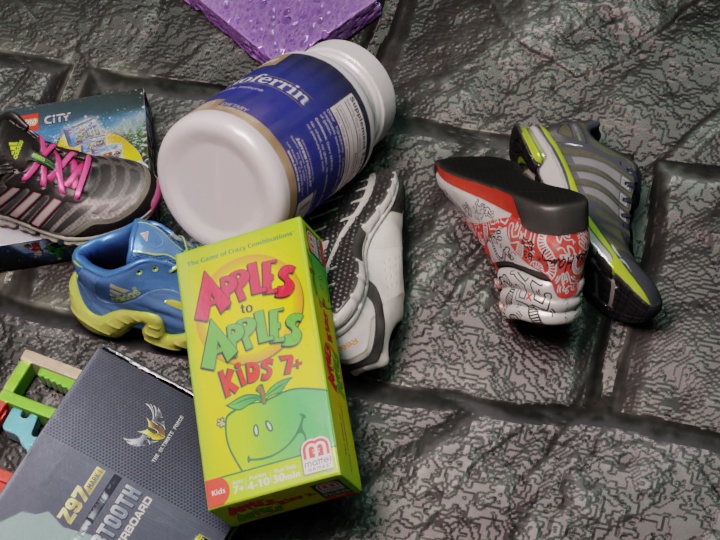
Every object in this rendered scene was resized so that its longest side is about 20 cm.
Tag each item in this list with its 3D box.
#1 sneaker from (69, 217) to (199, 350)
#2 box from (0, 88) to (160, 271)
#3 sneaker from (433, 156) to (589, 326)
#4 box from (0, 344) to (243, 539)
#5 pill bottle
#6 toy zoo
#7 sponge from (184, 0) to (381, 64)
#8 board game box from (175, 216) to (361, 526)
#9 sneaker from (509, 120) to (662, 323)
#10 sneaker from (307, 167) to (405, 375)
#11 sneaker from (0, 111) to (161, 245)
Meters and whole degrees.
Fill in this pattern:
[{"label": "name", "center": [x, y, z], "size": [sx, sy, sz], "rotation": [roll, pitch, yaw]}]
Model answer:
[{"label": "sneaker", "center": [-0.132, 0.013, 1.632], "size": [0.199, 0.105, 0.076], "rotation": [1, 57, 8]}, {"label": "box", "center": [-0.266, -0.070, 1.745], "size": [0.199, 0.038, 0.137], "rotation": [-9, 56, 2]}, {"label": "sneaker", "center": [0.111, -0.021, 1.644], "size": [0.067, 0.108, 0.201], "rotation": [-7, 17, -23]}, {"label": "box", "center": [-0.172, 0.174, 1.544], "size": [0.157, 0.051, 0.200], "rotation": [28, 62, 8]}, {"label": "pill bottle", "center": [-0.059, -0.102, 1.659], "size": [0.115, 0.116, 0.200], "rotation": [22, 35, 21]}, {"label": "toy zoo", "center": [-0.242, 0.163, 1.598], "size": [0.131, 0.020, 0.200], "rotation": [19, 61, 18]}, {"label": "sponge", "center": [-0.088, -0.251, 1.848], "size": [0.111, 0.030, 0.200], "rotation": [-39, 61, -18]}, {"label": "board game box", "center": [-0.068, 0.072, 1.532], "size": [0.101, 0.048, 0.201], "rotation": [-17, 64, 14]}, {"label": "sneaker", "center": [0.188, -0.047, 1.652], "size": [0.081, 0.074, 0.200], "rotation": [-21, 58, -10]}, {"label": "sneaker", "center": [0.000, 0.000, 1.655], "size": [0.073, 0.080, 0.200], "rotation": [-18, 35, 29]}, {"label": "sneaker", "center": [-0.256, -0.076, 1.672], "size": [0.199, 0.088, 0.074], "rotation": [8, 59, 12]}]
